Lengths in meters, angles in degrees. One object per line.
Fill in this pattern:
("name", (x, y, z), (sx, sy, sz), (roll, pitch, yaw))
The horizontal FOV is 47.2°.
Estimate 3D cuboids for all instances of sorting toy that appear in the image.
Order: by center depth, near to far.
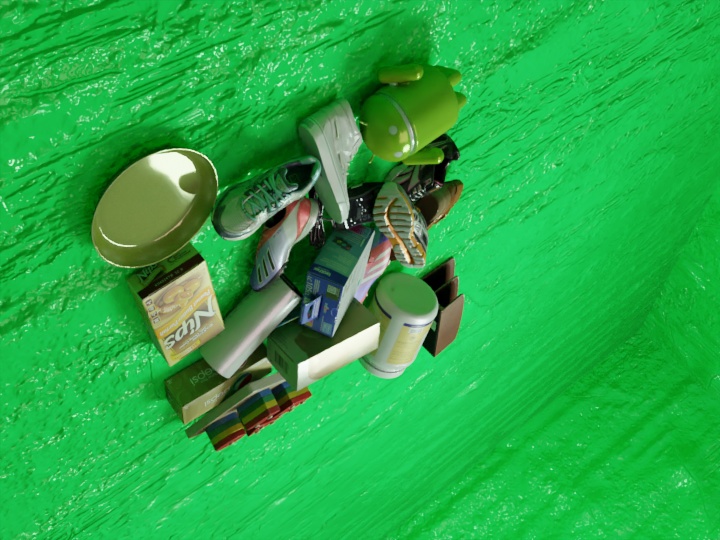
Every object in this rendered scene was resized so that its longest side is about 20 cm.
("sorting toy", (-0.207, 0.275, 1.610), (0.197, 0.071, 0.199), (-37, 168, 28))

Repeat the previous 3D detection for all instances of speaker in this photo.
("speaker", (-0.196, 0.093, 1.468), (0.200, 0.081, 0.081), (-47, 152, 1))

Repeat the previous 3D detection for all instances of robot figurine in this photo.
("robot figurine", (0.080, -0.257, 1.342), (0.198, 0.115, 0.178), (-35, 130, -20))

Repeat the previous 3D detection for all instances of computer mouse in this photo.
("computer mouse", (-0.023, -0.136, 1.451), (0.198, 0.046, 0.143), (-28, 135, -31))

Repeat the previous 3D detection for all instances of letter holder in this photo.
("letter holder", (0.203, 0.086, 1.991), (0.141, 0.100, 0.202), (-34, 150, -24))

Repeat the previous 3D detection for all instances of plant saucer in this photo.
("plant saucer", (-0.289, -0.092, 1.146), (0.198, 0.031, 0.202), (-33, 149, -22))

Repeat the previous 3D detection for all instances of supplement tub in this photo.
("supplement tub", (0.076, 0.123, 1.814), (0.143, 0.146, 0.203), (-18, 143, -41))

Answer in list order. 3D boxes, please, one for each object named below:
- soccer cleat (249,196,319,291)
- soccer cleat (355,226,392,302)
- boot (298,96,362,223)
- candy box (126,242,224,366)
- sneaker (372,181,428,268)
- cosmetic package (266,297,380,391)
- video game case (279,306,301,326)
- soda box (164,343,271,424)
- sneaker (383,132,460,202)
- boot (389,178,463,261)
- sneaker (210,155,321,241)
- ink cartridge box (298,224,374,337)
("soccer cleat", (-0.145, -0.049, 1.382), (0.072, 0.069, 0.201), (21, 123, -29))
("soccer cleat", (0.000, 0.000, 1.637), (0.075, 0.067, 0.202), (-8, 137, -42))
("boot", (-0.030, -0.175, 1.322), (0.095, 0.073, 0.203), (-36, 138, -20))
("candy box", (-0.290, 0.056, 1.315), (0.114, 0.055, 0.202), (-34, 150, -21))
("sneaker", (0.079, -0.094, 1.509), (0.202, 0.076, 0.078), (67, 38, -47))
("cosmetic package", (-0.068, 0.130, 1.535), (0.197, 0.105, 0.072), (-26, 138, -33))
("video game case", (-0.085, 0.114, 1.668), (0.141, 0.018, 0.200), (-27, 152, 5))
("soda box", (-0.262, 0.197, 1.529), (0.198, 0.068, 0.065), (-30, 150, -27))
("sneaker", (0.110, -0.169, 1.533), (0.079, 0.086, 0.202), (2, 128, -52))
("boot", (0.121, -0.107, 1.665), (0.201, 0.077, 0.155), (-51, 172, 32))
("sneaker", (-0.140, -0.120, 1.238), (0.199, 0.078, 0.086), (-40, -172, -29))
("ink cartridge box", (-0.048, 0.020, 1.487), (0.202, 0.075, 0.138), (-64, 171, -45))
